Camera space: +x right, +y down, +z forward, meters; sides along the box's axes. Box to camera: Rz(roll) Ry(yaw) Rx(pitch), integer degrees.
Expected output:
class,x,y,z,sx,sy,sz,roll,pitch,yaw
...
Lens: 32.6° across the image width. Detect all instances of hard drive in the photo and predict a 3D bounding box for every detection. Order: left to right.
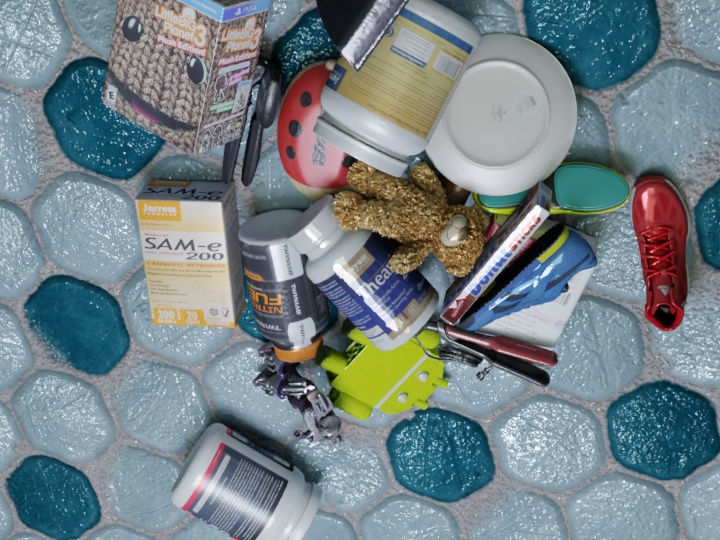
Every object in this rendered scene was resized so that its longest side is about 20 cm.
class,x,y,z,sx,sy,sz,roll,pitch,yaw
hard drive,-0.001,-0.335,1.423,0.042,0.201,0.135,21,123,-29

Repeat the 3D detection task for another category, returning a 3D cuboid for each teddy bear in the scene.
class,x,y,z,sx,sy,sz,roll,pitch,yaw
teddy bear,0.064,-0.070,1.536,0.200,0.145,0.067,39,152,10

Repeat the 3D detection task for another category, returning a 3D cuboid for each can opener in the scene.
class,x,y,z,sx,sy,sz,roll,pitch,yaw
can opener,-0.148,-0.192,1.613,0.063,0.079,0.201,18,130,-9

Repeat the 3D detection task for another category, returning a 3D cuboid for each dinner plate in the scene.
class,x,y,z,sx,sy,sz,roll,pitch,yaw
dinner plate,0.169,-0.193,1.529,0.199,0.024,0.202,1,96,8

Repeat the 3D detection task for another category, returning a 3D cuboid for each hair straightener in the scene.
class,x,y,z,sx,sy,sz,roll,pitch,yaw
hair straightener,0.158,0.119,1.640,0.199,0.041,0.077,14,121,2

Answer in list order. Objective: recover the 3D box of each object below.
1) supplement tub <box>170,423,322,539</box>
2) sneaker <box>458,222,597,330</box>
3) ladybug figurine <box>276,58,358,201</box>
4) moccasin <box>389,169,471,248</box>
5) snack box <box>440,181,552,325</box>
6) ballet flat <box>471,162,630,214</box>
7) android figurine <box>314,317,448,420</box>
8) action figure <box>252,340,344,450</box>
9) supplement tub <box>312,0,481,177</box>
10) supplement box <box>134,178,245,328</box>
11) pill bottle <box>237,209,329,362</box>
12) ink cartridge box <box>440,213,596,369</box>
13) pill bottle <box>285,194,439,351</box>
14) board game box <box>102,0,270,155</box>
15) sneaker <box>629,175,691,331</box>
class,x,y,z,sx,sy,sz,roll,pitch,yaw
supplement tub,-0.173,0.335,1.866,0.199,0.141,0.141,31,120,-7
sneaker,0.213,0.027,1.565,0.078,0.066,0.200,42,116,-15
ladybug figurine,-0.047,-0.175,1.595,0.135,0.072,0.201,7,120,7
moccasin,0.076,-0.085,1.627,0.078,0.074,0.201,35,129,-19
snack box,0.170,-0.020,1.545,0.024,0.072,0.200,34,118,-8
ballet flat,0.242,-0.101,1.582,0.199,0.067,0.067,-2,83,2
android figurine,0.037,0.138,1.739,0.200,0.041,0.182,32,113,-31
action figure,-0.083,0.183,1.738,0.069,0.200,0.131,-21,129,-21
supplement tub,0.040,-0.229,1.475,0.144,0.145,0.201,27,98,-5
supplement box,-0.234,-0.023,1.715,0.125,0.074,0.201,2,119,9
pill bottle,-0.100,0.026,1.698,0.106,0.106,0.201,-3,118,13
ink cartridge box,0.210,0.027,1.651,0.147,0.086,0.201,22,121,-2
pill bottle,0.000,0.000,1.602,0.111,0.111,0.200,-37,106,26
board game box,-0.218,-0.273,1.528,0.159,0.097,0.201,29,123,21
sneaker,0.391,-0.014,1.575,0.078,0.116,0.201,-12,116,17
